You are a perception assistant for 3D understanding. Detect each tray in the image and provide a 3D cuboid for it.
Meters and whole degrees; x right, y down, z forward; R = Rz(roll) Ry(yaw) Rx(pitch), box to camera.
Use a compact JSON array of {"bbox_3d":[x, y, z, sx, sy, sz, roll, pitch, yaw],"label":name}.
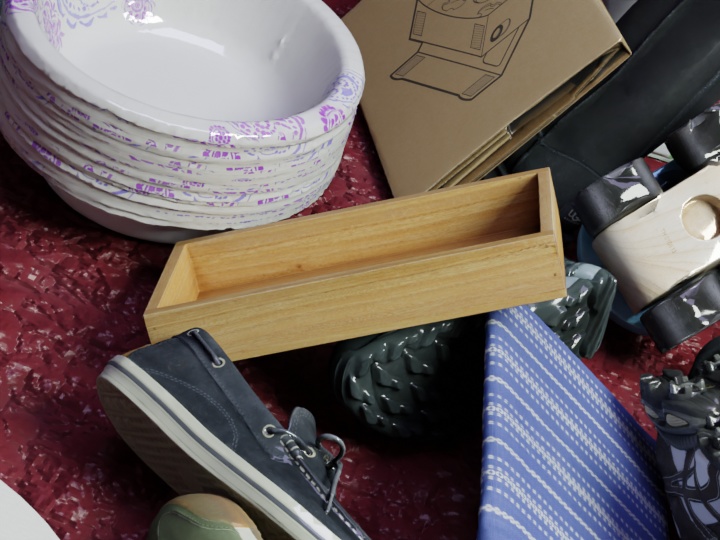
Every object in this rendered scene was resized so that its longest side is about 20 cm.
[{"bbox_3d":[0.000,0.000,0.920,0.198,0.037,0.099,-10,20,8],"label":"tray"}]

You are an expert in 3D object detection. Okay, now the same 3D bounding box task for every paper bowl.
[{"bbox_3d":[-0.104,-0.093,1.030,0.199,0.105,0.201,13,35,-9],"label":"paper bowl"}]

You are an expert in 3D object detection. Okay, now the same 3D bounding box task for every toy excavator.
[{"bbox_3d":[0.210,-0.030,1.097,0.194,0.200,0.100,-31,83,-7],"label":"toy excavator"}]

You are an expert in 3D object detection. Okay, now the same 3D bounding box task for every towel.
[{"bbox_3d":[0.099,0.108,0.869,0.145,0.024,0.201,46,27,-24],"label":"towel"}]

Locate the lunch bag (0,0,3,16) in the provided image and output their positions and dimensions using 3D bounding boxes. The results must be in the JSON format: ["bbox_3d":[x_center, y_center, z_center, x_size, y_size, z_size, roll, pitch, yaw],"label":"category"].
[{"bbox_3d":[-0.273,-0.180,1.091,0.160,0.078,0.199,36,39,22],"label":"lunch bag"}]

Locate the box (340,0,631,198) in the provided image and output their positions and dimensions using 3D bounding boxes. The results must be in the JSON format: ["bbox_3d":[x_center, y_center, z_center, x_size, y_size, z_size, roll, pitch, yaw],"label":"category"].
[{"bbox_3d":[0.067,-0.141,1.139,0.021,0.163,0.201,38,22,-37],"label":"box"}]

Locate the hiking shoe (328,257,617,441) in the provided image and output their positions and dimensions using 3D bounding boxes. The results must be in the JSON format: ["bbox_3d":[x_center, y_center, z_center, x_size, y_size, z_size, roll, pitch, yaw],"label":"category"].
[{"bbox_3d":[0.045,0.033,0.976,0.086,0.075,0.199,28,28,37],"label":"hiking shoe"}]

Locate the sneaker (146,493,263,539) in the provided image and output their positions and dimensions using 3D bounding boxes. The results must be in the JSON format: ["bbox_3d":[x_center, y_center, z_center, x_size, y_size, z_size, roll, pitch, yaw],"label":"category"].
[{"bbox_3d":[-0.069,0.168,0.731,0.089,0.067,0.201,2,42,-30],"label":"sneaker"}]

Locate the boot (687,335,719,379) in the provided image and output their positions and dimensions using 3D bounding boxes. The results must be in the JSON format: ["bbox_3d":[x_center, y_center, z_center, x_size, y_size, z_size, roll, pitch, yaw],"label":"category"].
[{"bbox_3d":[0.250,0.122,0.944,0.197,0.074,0.163,21,41,6],"label":"boot"}]

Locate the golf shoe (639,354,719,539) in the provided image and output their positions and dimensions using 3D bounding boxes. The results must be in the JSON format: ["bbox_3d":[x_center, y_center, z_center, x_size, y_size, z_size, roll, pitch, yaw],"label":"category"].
[{"bbox_3d":[0.187,0.102,0.864,0.077,0.095,0.200,-7,9,-3],"label":"golf shoe"}]

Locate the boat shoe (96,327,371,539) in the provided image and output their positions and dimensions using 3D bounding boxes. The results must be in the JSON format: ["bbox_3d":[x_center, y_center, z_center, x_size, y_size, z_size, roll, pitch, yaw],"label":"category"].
[{"bbox_3d":[-0.035,0.095,0.831,0.062,0.075,0.200,-36,60,-27],"label":"boat shoe"}]

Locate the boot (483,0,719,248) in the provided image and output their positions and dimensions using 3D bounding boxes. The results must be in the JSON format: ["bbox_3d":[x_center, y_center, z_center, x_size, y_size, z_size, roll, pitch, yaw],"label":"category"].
[{"bbox_3d":[0.146,-0.131,1.109,0.065,0.200,0.165,19,33,-43],"label":"boot"}]

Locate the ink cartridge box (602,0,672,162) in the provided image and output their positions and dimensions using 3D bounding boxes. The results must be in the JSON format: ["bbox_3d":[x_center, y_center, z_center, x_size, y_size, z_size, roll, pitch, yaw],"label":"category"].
[{"bbox_3d":[0.198,-0.193,1.267,0.083,0.147,0.201,15,35,-3],"label":"ink cartridge box"}]

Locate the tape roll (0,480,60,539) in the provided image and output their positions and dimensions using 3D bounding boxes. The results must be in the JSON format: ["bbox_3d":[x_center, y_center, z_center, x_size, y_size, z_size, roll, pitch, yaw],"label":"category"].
[{"bbox_3d":[-0.189,0.158,0.578,0.201,0.204,0.140,15,35,-5],"label":"tape roll"}]
